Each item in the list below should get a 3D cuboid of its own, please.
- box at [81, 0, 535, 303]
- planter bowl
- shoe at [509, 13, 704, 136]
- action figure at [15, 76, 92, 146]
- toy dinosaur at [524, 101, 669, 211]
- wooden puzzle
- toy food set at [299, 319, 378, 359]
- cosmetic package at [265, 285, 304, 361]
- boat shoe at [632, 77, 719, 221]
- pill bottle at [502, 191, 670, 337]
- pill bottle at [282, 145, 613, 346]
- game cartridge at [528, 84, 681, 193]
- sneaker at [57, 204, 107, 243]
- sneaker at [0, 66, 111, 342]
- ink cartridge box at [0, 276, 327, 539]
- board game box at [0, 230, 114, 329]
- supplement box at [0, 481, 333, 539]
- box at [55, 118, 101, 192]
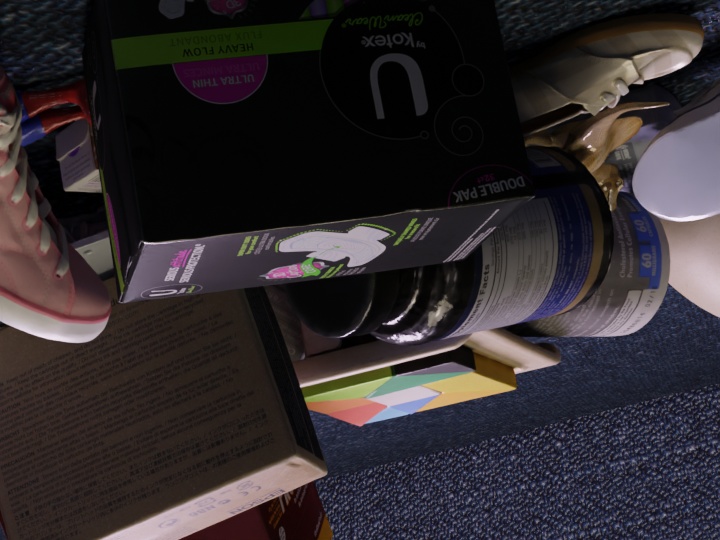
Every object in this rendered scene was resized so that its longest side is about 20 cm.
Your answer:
[{"bbox_3d":[-0.034,-0.077,0.852,0.199,0.149,0.124,-8,167,-16],"label":"box"},{"bbox_3d":[0.323,-0.031,1.299,0.200,0.135,0.200,-23,169,-5],"label":"planter bowl"},{"bbox_3d":[0.126,-0.112,1.053,0.199,0.054,0.070,-16,167,21],"label":"shoe"},{"bbox_3d":[-0.240,-0.045,0.950,0.199,0.099,0.065,-10,166,5],"label":"action figure"},{"bbox_3d":[0.148,-0.084,1.116,0.101,0.058,0.200,-23,165,-4],"label":"toy dinosaur"},{"bbox_3d":[0.032,0.078,1.181,0.184,0.037,0.200,-16,167,23],"label":"wooden puzzle"},{"bbox_3d":[0.000,0.000,1.229,0.060,0.144,0.200,-12,167,15],"label":"toy food set"},{"bbox_3d":[-0.108,0.076,1.303,0.107,0.200,0.090,28,-162,0],"label":"cosmetic package"},{"bbox_3d":[0.268,-0.113,1.119,0.202,0.075,0.086,-48,180,42],"label":"boat shoe"},{"bbox_3d":[0.122,-0.007,1.222,0.199,0.114,0.114,1,163,-34],"label":"pill bottle"},{"bbox_3d":[0.053,-0.015,1.006,0.200,0.112,0.112,-9,169,-41],"label":"pill bottle"},{"bbox_3d":[0.183,-0.090,1.247,0.133,0.041,0.200,-10,168,11],"label":"game cartridge"},{"bbox_3d":[-0.211,-0.019,1.145,0.115,0.075,0.200,-23,159,9],"label":"sneaker"},{"bbox_3d":[-0.193,-0.044,0.878,0.200,0.075,0.105,36,105,-29],"label":"sneaker"},{"bbox_3d":[-0.142,0.091,1.065,0.199,0.165,0.075,-24,158,10],"label":"ink cartridge box"},{"bbox_3d":[-0.185,0.017,1.113,0.199,0.026,0.200,-20,159,-2],"label":"board game box"},{"bbox_3d":[-0.151,0.161,1.223,0.197,0.201,0.133,-14,-163,15],"label":"supplement box"},{"bbox_3d":[-0.104,-0.071,1.071,0.200,0.039,0.041,1,163,-43],"label":"box"}]
